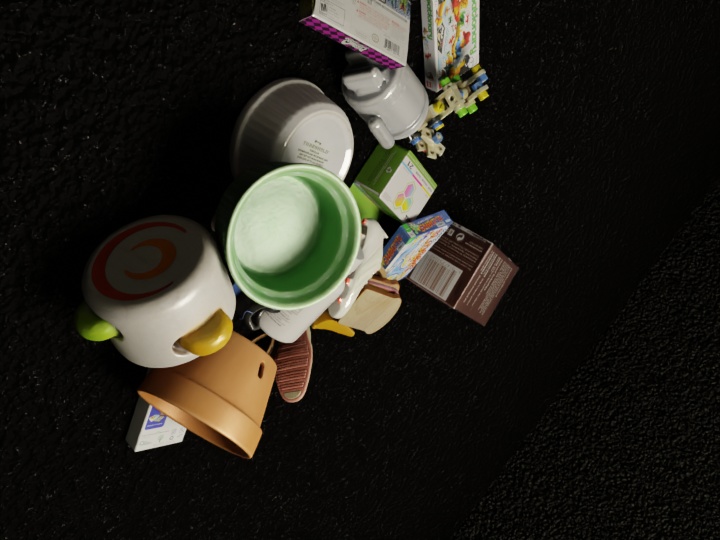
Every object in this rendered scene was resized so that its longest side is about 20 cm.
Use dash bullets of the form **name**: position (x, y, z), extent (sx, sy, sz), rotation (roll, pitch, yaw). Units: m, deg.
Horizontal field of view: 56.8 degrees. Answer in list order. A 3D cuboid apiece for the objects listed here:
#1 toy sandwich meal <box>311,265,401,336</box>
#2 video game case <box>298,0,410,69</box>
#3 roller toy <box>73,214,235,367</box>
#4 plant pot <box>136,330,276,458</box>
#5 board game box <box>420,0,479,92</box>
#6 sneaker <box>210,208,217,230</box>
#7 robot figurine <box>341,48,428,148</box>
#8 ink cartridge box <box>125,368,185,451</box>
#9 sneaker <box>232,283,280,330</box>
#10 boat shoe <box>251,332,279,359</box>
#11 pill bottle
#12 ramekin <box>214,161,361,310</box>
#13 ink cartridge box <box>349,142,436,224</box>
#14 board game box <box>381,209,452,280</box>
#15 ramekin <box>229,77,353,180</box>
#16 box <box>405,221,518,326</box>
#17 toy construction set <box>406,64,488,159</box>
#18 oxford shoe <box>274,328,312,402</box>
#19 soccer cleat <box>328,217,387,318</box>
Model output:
- **toy sandwich meal**: position (-0.018, 0.062, 1.296), extent (0.202, 0.071, 0.207), rotation (-19, 142, -15)
- **video game case**: position (-0.001, -0.407, 0.943), extent (0.198, 0.035, 0.185), rotation (8, 84, -47)
- **roller toy**: position (-0.265, 0.031, 0.904), extent (0.141, 0.196, 0.184), rotation (79, 9, -47)
- **plant pot**: position (-0.219, 0.177, 1.025), extent (0.141, 0.198, 0.201), rotation (-60, 149, -24)
- **board game box**: position (0.164, -0.444, 1.207), extent (0.126, 0.034, 0.202), rotation (-39, 142, -25)
- **sneaker**: position (-0.147, -0.059, 1.080), extent (0.199, 0.080, 0.077), rotation (0, 115, -54)
- **robot figurine**: position (0.043, -0.292, 1.104), extent (0.199, 0.111, 0.172), rotation (31, 65, -57)
- **ink cartridge box**: position (-0.316, 0.202, 1.111), extent (0.099, 0.039, 0.202), rotation (4, 115, -53)
- **sneaker**: position (-0.127, 0.013, 1.054), extent (0.200, 0.078, 0.070), rotation (-41, 169, 23)
- **boat shoe**: position (-0.220, 0.184, 1.188), extent (0.200, 0.075, 0.075), rotation (-46, 149, -32)
- **pill bottle**: position (-0.090, 0.018, 1.132), extent (0.200, 0.115, 0.114), rotation (-45, 150, 19)
- **ramekin**: position (-0.106, -0.055, 0.929), extent (0.197, 0.097, 0.203), rotation (-10, 112, -27)
- **ink cartridge box**: position (0.042, -0.124, 1.271), extent (0.202, 0.075, 0.148), rotation (-58, 146, -2)
- **board game box**: position (0.088, -0.035, 1.364), extent (0.134, 0.035, 0.201), rotation (-23, 159, -40)
- **ramekin**: position (-0.097, -0.185, 1.029), extent (0.201, 0.094, 0.205), rotation (-32, 139, -32)
- **box**: position (0.231, 0.001, 1.531), extent (0.166, 0.165, 0.199), rotation (-59, 147, 3)
- **toy construction set**: position (0.146, -0.289, 1.236), extent (0.131, 0.092, 0.200), rotation (-35, 170, -39)
- **oxford shoe**: position (-0.114, 0.150, 1.214), extent (0.074, 0.070, 0.203), rotation (71, 15, -56)
- **soccer cleat**: position (0.000, 0.000, 1.203), extent (0.077, 0.069, 0.203), rotation (33, 65, -32)
